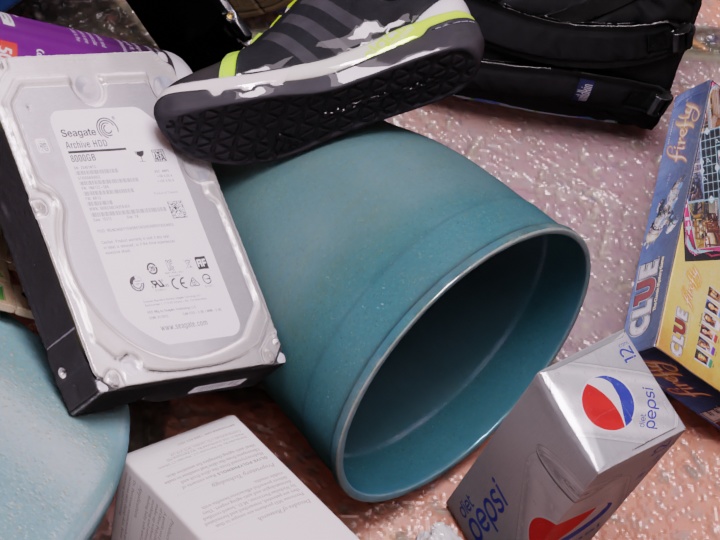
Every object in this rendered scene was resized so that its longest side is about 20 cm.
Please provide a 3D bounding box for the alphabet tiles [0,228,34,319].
[{"bbox_3d":[-0.222,-0.019,1.436,0.166,0.008,0.200,14,18,-17],"label":"alphabet tiles"}]

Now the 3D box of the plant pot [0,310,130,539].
[{"bbox_3d":[-0.234,0.127,1.345,0.195,0.197,0.200,35,45,5],"label":"plant pot"}]

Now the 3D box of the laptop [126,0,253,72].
[{"bbox_3d":[-0.063,-0.169,1.525,0.103,0.177,0.201,-36,91,-16],"label":"laptop"}]

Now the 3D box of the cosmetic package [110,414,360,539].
[{"bbox_3d":[-0.050,0.185,1.355,0.084,0.108,0.200,-19,45,-36],"label":"cosmetic package"}]

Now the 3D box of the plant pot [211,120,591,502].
[{"bbox_3d":[0.000,0.000,1.470,0.200,0.201,0.188,-34,61,-26],"label":"plant pot"}]

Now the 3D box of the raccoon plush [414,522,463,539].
[{"bbox_3d":[0.110,0.235,1.430,0.133,0.097,0.201,7,62,-19],"label":"raccoon plush"}]

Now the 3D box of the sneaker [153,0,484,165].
[{"bbox_3d":[-0.026,-0.122,1.415,0.199,0.072,0.083,-15,61,-12],"label":"sneaker"}]

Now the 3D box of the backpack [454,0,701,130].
[{"bbox_3d":[0.102,-0.176,1.607,0.198,0.164,0.155,-6,56,-9],"label":"backpack"}]

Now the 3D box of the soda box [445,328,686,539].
[{"bbox_3d":[0.114,0.113,1.424,0.063,0.200,0.069,-24,72,-24],"label":"soda box"}]

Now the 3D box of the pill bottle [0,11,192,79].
[{"bbox_3d":[-0.173,-0.087,1.492,0.199,0.112,0.113,11,60,-25],"label":"pill bottle"}]

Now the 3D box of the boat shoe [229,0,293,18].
[{"bbox_3d":[-0.039,-0.221,1.594,0.199,0.073,0.065,-18,33,23],"label":"boat shoe"}]

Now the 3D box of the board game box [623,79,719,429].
[{"bbox_3d":[0.238,-0.002,1.577,0.135,0.035,0.201,34,56,-27],"label":"board game box"}]

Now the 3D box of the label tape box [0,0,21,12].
[{"bbox_3d":[-0.220,-0.266,1.562,0.063,0.144,0.201,25,55,-36],"label":"label tape box"}]

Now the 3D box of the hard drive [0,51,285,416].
[{"bbox_3d":[-0.132,-0.025,1.376,0.139,0.038,0.201,-6,68,-45],"label":"hard drive"}]
